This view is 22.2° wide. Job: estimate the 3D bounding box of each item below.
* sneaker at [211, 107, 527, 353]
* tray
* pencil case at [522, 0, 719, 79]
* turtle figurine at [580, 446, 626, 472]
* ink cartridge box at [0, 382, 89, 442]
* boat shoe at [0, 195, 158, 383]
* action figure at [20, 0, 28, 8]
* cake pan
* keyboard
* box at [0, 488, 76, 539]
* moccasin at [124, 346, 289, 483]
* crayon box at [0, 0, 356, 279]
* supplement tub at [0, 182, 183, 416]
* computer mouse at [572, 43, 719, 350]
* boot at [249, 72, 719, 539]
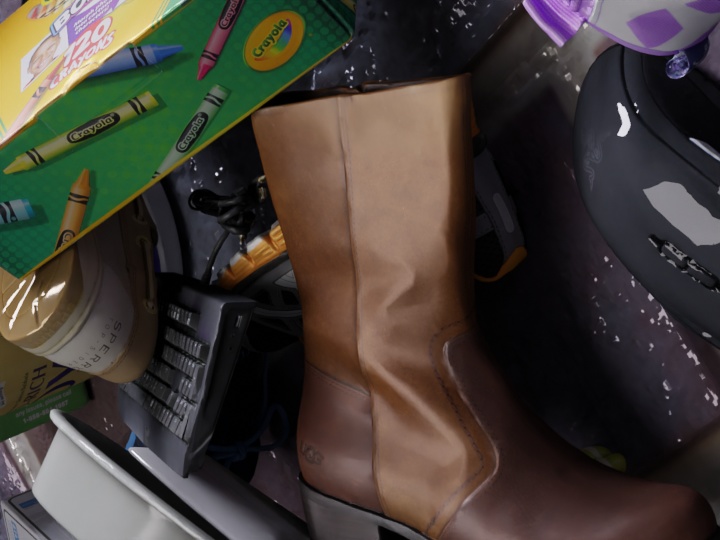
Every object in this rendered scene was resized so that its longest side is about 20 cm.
[{"bbox_3d":[0.000,0.000,0.817,0.078,0.078,0.200,56,143,3],"label":"sneaker"},{"bbox_3d":[-0.022,0.137,0.870,0.107,0.022,0.200,32,173,37],"label":"tray"},{"bbox_3d":[0.116,-0.158,0.578,0.084,0.085,0.201,48,139,21],"label":"pencil case"},{"bbox_3d":[0.052,0.132,0.824,0.161,0.064,0.201,47,139,26],"label":"turtle figurine"},{"bbox_3d":[-0.261,0.007,1.089,0.084,0.144,0.202,5,112,50],"label":"ink cartridge box"},{"bbox_3d":[-0.131,-0.013,0.869,0.074,0.069,0.201,-42,29,19],"label":"boat shoe"},{"bbox_3d":[-0.124,-0.165,0.872,0.118,0.102,0.201,13,144,39],"label":"action figure"},{"bbox_3d":[-0.070,0.136,0.842,0.199,0.037,0.200,36,174,4],"label":"cake pan"},{"bbox_3d":[-0.078,0.017,0.820,0.200,0.020,0.128,-169,97,-73],"label":"keyboard"},{"bbox_3d":[-0.141,0.207,1.084,0.199,0.060,0.118,25,127,56],"label":"box"},{"bbox_3d":[-0.077,0.088,0.971,0.068,0.080,0.200,50,155,14],"label":"moccasin"},{"bbox_3d":[-0.089,-0.097,0.776,0.199,0.119,0.058,-33,122,27],"label":"crayon box"},{"bbox_3d":[-0.210,0.007,0.978,0.145,0.199,0.147,28,129,41],"label":"supplement tub"},{"bbox_3d":[0.146,-0.017,0.644,0.201,0.046,0.141,54,143,18],"label":"computer mouse"},{"bbox_3d":[0.049,0.021,0.725,0.187,0.068,0.202,5,107,38],"label":"boot"}]
